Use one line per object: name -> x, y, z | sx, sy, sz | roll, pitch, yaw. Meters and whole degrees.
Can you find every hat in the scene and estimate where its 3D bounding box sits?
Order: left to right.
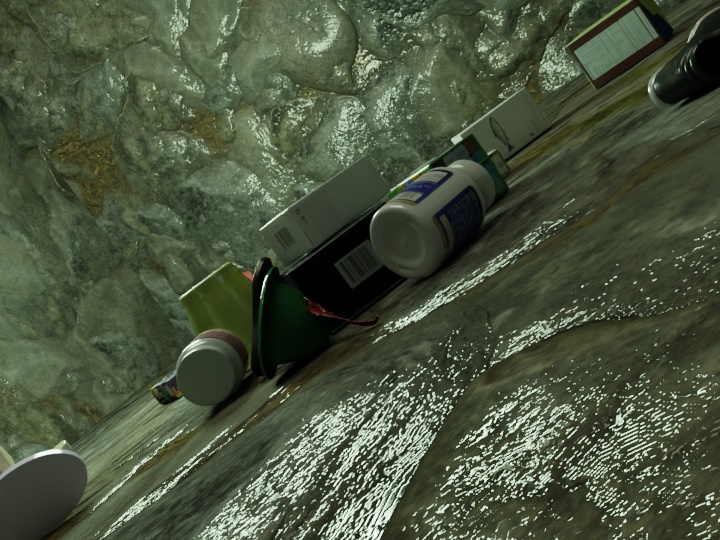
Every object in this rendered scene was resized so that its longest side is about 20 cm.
hat -> -0.051, 0.084, 1.295 | 0.176, 0.166, 0.200 | 1, 29, 5

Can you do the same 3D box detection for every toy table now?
toy table -> -0.559, 0.371, 1.485 | 0.200, 0.184, 0.117 | -29, 19, -18

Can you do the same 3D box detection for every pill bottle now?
pill bottle -> -0.257, 0.168, 1.522 | 0.114, 0.114, 0.200 | -36, 4, -1
pill bottle -> 0.115, -0.084, 1.301 | 0.120, 0.120, 0.200 | -31, 7, 47

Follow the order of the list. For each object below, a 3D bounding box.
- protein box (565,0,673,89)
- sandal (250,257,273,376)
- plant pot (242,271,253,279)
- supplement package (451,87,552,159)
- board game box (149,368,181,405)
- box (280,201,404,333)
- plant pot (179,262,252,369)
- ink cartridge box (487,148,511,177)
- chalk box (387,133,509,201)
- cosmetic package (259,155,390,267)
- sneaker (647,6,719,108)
protein box -> 0.654, -0.583, 2.210 | 0.200, 0.135, 0.199 | -32, 7, 33
sandal -> -0.148, 0.076, 1.455 | 0.045, 0.200, 0.075 | -5, -18, 18
plant pot -> -0.475, 0.104, 3.377 | 0.177, 0.201, 0.200 | -27, 2, -14
supplement package -> 0.340, -0.333, 2.128 | 0.200, 0.117, 0.117 | -37, 5, -3
board game box -> -0.427, 0.255, 2.245 | 0.200, 0.057, 0.165 | -39, 4, -31
box -> -0.020, -0.001, 1.459 | 0.200, 0.124, 0.197 | -37, 3, -10
plant pot -> -0.258, 0.094, 1.779 | 0.200, 0.193, 0.200 | -35, 5, 3
ink cartridge box -> 0.201, -0.160, 1.781 | 0.200, 0.059, 0.104 | -38, 5, -23
chalk box -> 0.164, -0.146, 1.542 | 0.125, 0.124, 0.200 | -38, 6, -30
cosmetic package -> -0.057, -0.100, 1.467 | 0.200, 0.081, 0.113 | -37, 5, -35
sneaker -> 0.468, -0.291, 1.140 | 0.200, 0.071, 0.099 | -44, 9, -18
